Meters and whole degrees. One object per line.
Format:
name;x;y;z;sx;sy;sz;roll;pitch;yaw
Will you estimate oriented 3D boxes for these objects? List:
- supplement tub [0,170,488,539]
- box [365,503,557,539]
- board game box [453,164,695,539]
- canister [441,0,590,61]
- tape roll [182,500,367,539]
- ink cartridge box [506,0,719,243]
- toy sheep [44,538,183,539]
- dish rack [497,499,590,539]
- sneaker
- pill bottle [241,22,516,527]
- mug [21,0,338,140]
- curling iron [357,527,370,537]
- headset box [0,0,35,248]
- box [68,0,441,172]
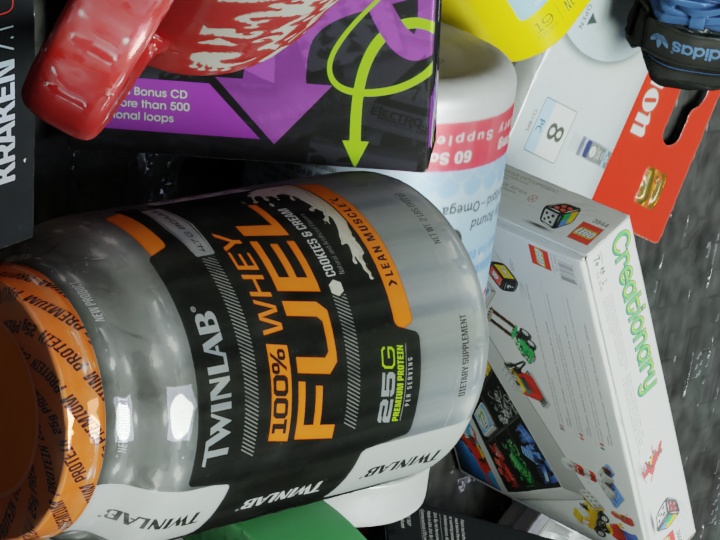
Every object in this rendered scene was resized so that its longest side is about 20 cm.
supplement tub;-0.059;0.034;1.069;0.199;0.122;0.123;-12;118;-43
box;0.045;0.219;1.334;0.140;0.079;0.201;17;114;-8
board game box;0.081;0.038;1.322;0.035;0.126;0.201;-41;137;-26
canister;0.046;-0.197;1.190;0.149;0.086;0.200;-56;143;-13
tape roll;-0.048;0.183;1.188;0.048;0.200;0.202;-16;121;-43
ink cartridge box;0.133;-0.101;1.372;0.200;0.047;0.161;21;92;-50
toy sheep;-0.125;0.141;1.115;0.199;0.138;0.139;-11;127;0
dish rack;0.081;0.192;1.473;0.200;0.043;0.172;-51;139;-18
sneaker;0.155;-0.122;1.251;0.200;0.076;0.112;-58;162;-69
pill bottle;0.000;0.000;1.221;0.108;0.108;0.201;-15;121;-44
mug;-0.057;-0.129;0.939;0.177;0.200;0.134;-29;88;-15
curling iron;-0.017;0.133;1.343;0.049;0.026;0.201;28;93;-31
headset box;-0.210;-0.075;0.937;0.199;0.092;0.175;-21;124;-41
box;-0.039;-0.137;1.087;0.036;0.142;0.201;-78;171;-65
